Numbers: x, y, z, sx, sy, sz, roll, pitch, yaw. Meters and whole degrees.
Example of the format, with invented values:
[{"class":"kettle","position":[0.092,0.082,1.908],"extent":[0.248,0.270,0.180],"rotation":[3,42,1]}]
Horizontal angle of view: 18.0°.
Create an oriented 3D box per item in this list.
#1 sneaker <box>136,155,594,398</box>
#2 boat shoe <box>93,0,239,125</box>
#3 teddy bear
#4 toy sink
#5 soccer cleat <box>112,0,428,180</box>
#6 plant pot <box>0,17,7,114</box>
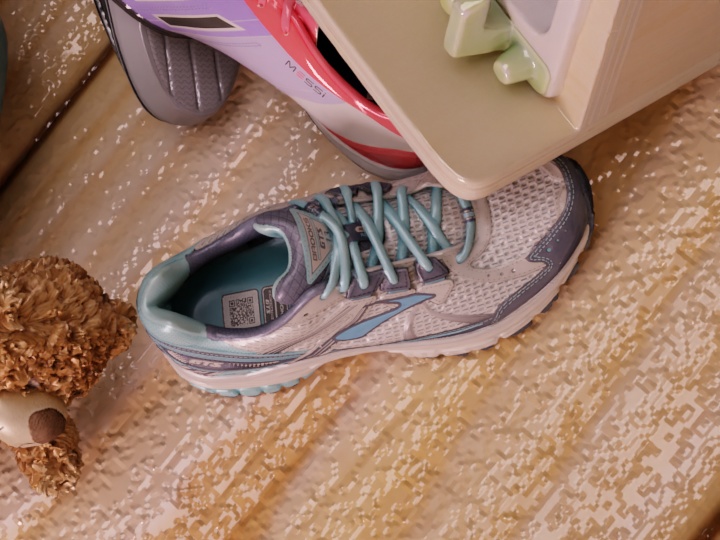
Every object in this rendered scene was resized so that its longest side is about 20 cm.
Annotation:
[{"class":"sneaker","position":[0.000,0.000,0.939],"extent":[0.199,0.086,0.078],"rotation":[-22,69,13]},{"class":"boat shoe","position":[-0.106,-0.155,1.037],"extent":[0.071,0.072,0.202],"rotation":[-24,71,39]},{"class":"teddy bear","position":[-0.184,0.063,0.957],"extent":[0.199,0.145,0.067],"rotation":[-13,49,18]},{"class":"toy sink","position":[0.089,-0.143,0.886],"extent":[0.199,0.112,0.131],"rotation":[-29,68,-19]},{"class":"soccer cleat","position":[-0.038,-0.115,0.953],"extent":[0.199,0.073,0.068],"rotation":[36,72,0]},{"class":"plant pot","position":[-0.234,-0.086,1.006],"extent":[0.200,0.201,0.135],"rotation":[33,66,24]}]
